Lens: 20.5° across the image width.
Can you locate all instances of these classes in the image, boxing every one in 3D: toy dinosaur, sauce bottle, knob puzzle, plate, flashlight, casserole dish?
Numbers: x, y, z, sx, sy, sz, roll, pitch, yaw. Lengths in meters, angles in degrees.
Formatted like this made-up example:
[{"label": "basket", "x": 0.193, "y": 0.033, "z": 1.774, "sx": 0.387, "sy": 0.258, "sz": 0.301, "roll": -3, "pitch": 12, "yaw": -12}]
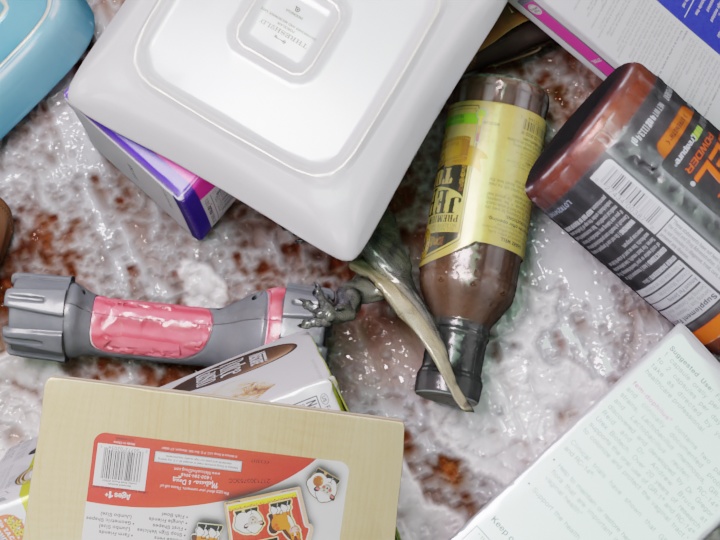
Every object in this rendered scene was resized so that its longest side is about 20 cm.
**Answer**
[{"label": "toy dinosaur", "x": 0.000, "y": 0.000, "z": 1.178, "sx": 0.088, "sy": 0.048, "sz": 0.201, "roll": 6, "pitch": 43, "yaw": -34}, {"label": "sauce bottle", "x": 0.071, "y": -0.019, "z": 1.220, "sx": 0.064, "sy": 0.065, "sz": 0.202, "roll": 10, "pitch": 76, "yaw": 5}, {"label": "knob puzzle", "x": -0.077, "y": 0.159, "z": 0.970, "sx": 0.217, "sy": 0.030, "sz": 0.222, "roll": -1, "pitch": 95, "yaw": -6}, {"label": "plate", "x": -0.041, "y": -0.138, "z": 1.151, "sx": 0.199, "sy": 0.032, "sz": 0.201, "roll": 29, "pitch": 80, "yaw": 8}, {"label": "flashlight", "x": -0.116, "y": 0.034, "z": 1.212, "sx": 0.198, "sy": 0.068, "sz": 0.068, "roll": 7, "pitch": 111, "yaw": -1}, {"label": "casserole dish", "x": -0.261, "y": -0.136, "z": 1.264, "sx": 0.121, "sy": 0.039, "sz": 0.200, "roll": 41, "pitch": 80, "yaw": 23}]

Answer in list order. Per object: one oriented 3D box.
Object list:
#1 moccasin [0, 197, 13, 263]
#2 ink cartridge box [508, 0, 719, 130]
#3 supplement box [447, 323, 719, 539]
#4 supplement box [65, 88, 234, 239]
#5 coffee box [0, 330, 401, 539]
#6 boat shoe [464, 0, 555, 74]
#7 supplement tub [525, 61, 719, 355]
[{"label": "moccasin", "x": -0.266, "y": 0.040, "z": 1.216, "sx": 0.073, "sy": 0.078, "sz": 0.203, "roll": 22, "pitch": 79, "yaw": 8}, {"label": "ink cartridge box", "x": 0.178, "y": -0.157, "z": 1.228, "sx": 0.199, "sy": 0.037, "sz": 0.095, "roll": 36, "pitch": 69, "yaw": -16}, {"label": "supplement box", "x": 0.144, "y": 0.140, "z": 1.161, "sx": 0.200, "sy": 0.101, "sz": 0.103, "roll": -43, "pitch": 79, "yaw": -7}, {"label": "supplement box", "x": -0.074, "y": -0.136, "z": 1.227, "sx": 0.103, "sy": 0.101, "sz": 0.200, "roll": 41, "pitch": 81, "yaw": 10}, {"label": "coffee box", "x": -0.076, "y": 0.168, "z": 1.087, "sx": 0.196, "sy": 0.200, "sz": 0.202, "roll": -21, "pitch": 97, "yaw": -3}, {"label": "boat shoe", "x": 0.095, "y": -0.170, "z": 1.249, "sx": 0.199, "sy": 0.070, "sz": 0.071, "roll": -21, "pitch": 83, "yaw": -23}, {"label": "supplement tub", "x": 0.202, "y": -0.024, "z": 1.184, "sx": 0.200, "sy": 0.107, "sz": 0.107, "roll": 40, "pitch": 81, "yaw": -4}]
